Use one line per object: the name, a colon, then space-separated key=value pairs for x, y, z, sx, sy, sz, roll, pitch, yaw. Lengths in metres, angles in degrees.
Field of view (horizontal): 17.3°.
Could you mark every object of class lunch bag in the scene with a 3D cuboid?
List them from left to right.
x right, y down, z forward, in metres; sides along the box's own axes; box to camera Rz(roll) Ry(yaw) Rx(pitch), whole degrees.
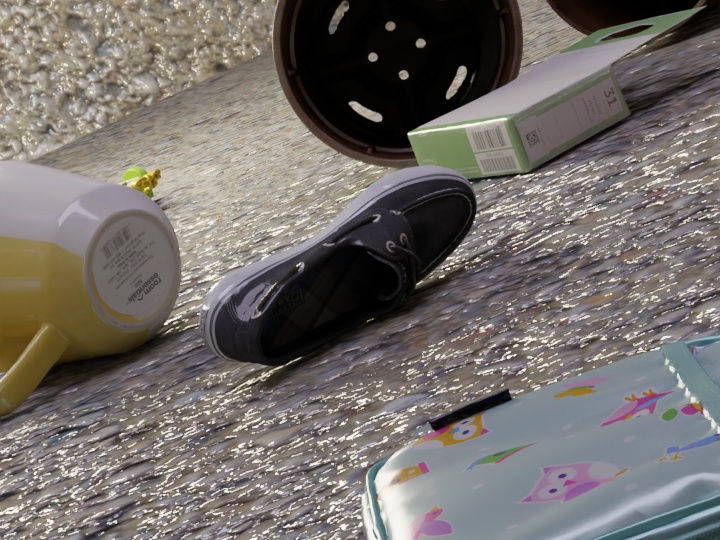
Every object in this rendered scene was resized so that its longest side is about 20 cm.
lunch bag: x=0.084 y=0.079 z=0.731 sx=0.159 sy=0.078 sz=0.200 roll=-23 pitch=10 yaw=2

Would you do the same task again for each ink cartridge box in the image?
ink cartridge box: x=0.151 y=-0.128 z=1.755 sx=0.199 sy=0.048 sz=0.145 roll=-28 pitch=11 yaw=-27

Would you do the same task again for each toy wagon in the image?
toy wagon: x=-0.271 y=-0.057 z=2.358 sx=0.199 sy=0.040 sz=0.155 roll=-14 pitch=14 yaw=40

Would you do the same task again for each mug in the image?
mug: x=-0.205 y=0.016 z=1.647 sx=0.149 sy=0.188 sz=0.152 roll=12 pitch=-7 yaw=-42

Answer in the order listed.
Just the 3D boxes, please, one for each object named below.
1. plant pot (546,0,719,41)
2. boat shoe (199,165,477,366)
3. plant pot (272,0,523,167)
plant pot: x=0.269 y=-0.293 z=2.060 sx=0.186 sy=0.189 sz=0.200 roll=-17 pitch=-3 yaw=30
boat shoe: x=0.000 y=0.000 z=1.388 sx=0.199 sy=0.070 sz=0.066 roll=-25 pitch=27 yaw=-29
plant pot: x=0.029 y=-0.186 z=1.965 sx=0.199 sy=0.202 sz=0.198 roll=-23 pitch=3 yaw=1
